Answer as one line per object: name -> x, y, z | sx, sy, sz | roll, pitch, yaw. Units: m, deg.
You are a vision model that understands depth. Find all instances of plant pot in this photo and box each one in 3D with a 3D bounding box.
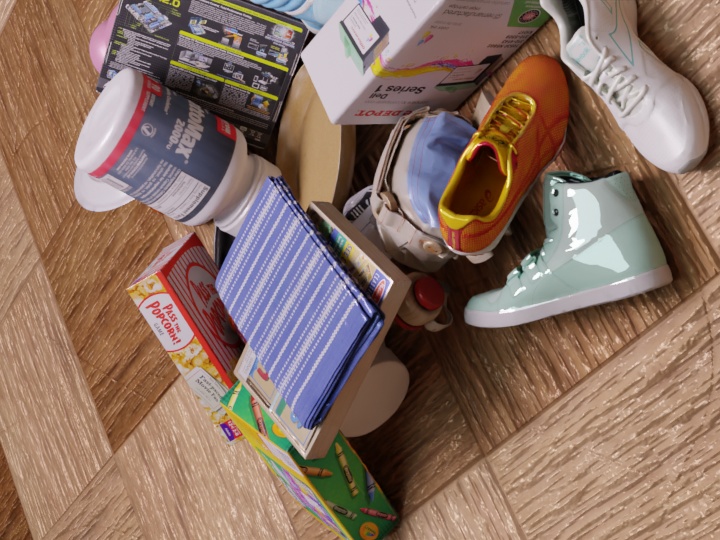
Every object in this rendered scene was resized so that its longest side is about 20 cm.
plant pot -> -0.045, -0.120, 1.321 | 0.200, 0.027, 0.201 | -177, 90, -67

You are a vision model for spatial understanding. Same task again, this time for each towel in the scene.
towel -> -0.060, 0.027, 1.151 | 0.200, 0.024, 0.145 | 54, 127, 35

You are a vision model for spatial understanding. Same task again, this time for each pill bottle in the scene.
pill bottle -> -0.190, -0.118, 1.353 | 0.120, 0.200, 0.120 | -41, 34, 35
pill bottle -> -0.046, 0.075, 1.318 | 0.200, 0.114, 0.114 | 43, 126, 38

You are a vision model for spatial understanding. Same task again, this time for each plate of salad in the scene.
plate of salad -> -0.257, -0.147, 1.495 | 0.200, 0.048, 0.200 | -24, 44, 25

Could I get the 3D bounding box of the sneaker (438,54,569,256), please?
sneaker -> 0.126, -0.104, 1.062 | 0.073, 0.200, 0.077 | 18, 156, 16

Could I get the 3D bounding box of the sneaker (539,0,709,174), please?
sneaker -> 0.204, -0.159, 1.018 | 0.070, 0.080, 0.201 | -47, 61, 40

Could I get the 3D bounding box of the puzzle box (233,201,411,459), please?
puzzle box -> -0.039, 0.055, 1.158 | 0.133, 0.025, 0.200 | 44, 119, 37

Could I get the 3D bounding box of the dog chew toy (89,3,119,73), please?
dog chew toy -> -0.237, -0.273, 1.474 | 0.200, 0.124, 0.125 | -12, 86, 37

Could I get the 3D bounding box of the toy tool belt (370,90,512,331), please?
toy tool belt -> 0.078, -0.056, 1.130 | 0.123, 0.125, 0.200 | -30, 47, 46

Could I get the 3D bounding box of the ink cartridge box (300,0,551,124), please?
ink cartridge box -> 0.063, -0.217, 1.125 | 0.200, 0.145, 0.084 | -42, 63, 44

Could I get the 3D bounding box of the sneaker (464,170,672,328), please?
sneaker -> 0.163, -0.021, 1.086 | 0.200, 0.074, 0.118 | -19, 87, 40

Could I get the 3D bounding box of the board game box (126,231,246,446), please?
board game box -> -0.163, 0.071, 1.375 | 0.046, 0.152, 0.200 | -29, 103, 14

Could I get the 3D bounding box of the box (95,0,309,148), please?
box -> -0.169, -0.237, 1.372 | 0.044, 0.200, 0.160 | -87, 17, -57

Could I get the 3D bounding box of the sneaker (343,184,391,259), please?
sneaker -> 0.000, 0.000, 1.229 | 0.200, 0.075, 0.115 | -32, 51, 12

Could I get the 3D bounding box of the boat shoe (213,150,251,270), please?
boat shoe -> -0.144, -0.041, 1.464 | 0.067, 0.057, 0.200 | -1, 94, 50

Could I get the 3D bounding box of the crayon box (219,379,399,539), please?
crayon box -> -0.050, 0.195, 1.295 | 0.119, 0.058, 0.200 | 28, 157, 44

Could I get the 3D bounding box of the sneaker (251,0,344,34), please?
sneaker -> -0.061, -0.279, 1.235 | 0.200, 0.130, 0.080 | -158, 85, -76

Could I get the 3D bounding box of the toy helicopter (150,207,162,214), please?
toy helicopter -> -0.246, -0.148, 1.552 | 0.200, 0.079, 0.132 | 28, 94, 32
